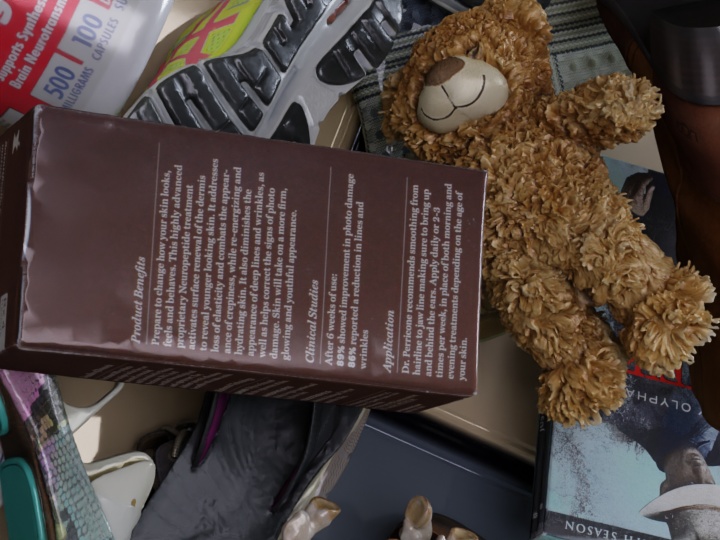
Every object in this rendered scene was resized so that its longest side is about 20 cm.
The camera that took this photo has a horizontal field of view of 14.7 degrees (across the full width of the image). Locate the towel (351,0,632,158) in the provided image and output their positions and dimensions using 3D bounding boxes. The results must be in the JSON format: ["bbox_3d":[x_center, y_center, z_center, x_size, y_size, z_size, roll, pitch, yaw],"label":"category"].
[{"bbox_3d":[0.073,-0.160,1.359,0.199,0.035,0.193,-13,86,-18],"label":"towel"}]

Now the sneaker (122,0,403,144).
[{"bbox_3d":[-0.065,-0.071,1.256,0.200,0.090,0.078,-45,112,-35],"label":"sneaker"}]

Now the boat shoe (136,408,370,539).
[{"bbox_3d":[-0.068,0.102,1.256,0.073,0.074,0.200,41,72,-12],"label":"boat shoe"}]

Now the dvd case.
[{"bbox_3d":[0.156,0.050,1.345,0.145,0.022,0.201,15,67,-18],"label":"dvd case"}]

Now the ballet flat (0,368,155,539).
[{"bbox_3d":[-0.129,0.068,1.184,0.071,0.069,0.201,-18,92,-22],"label":"ballet flat"}]

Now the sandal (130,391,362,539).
[{"bbox_3d":[-0.041,0.067,1.213,0.075,0.048,0.201,23,76,0],"label":"sandal"}]

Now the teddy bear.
[{"bbox_3d":[0.078,-0.028,1.238,0.067,0.145,0.201,-11,85,-49],"label":"teddy bear"}]

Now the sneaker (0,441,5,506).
[{"bbox_3d":[-0.179,0.082,1.220,0.087,0.074,0.201,3,84,-24],"label":"sneaker"}]

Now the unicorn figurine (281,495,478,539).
[{"bbox_3d":[0.003,0.173,1.253,0.199,0.074,0.138,13,106,-37],"label":"unicorn figurine"}]

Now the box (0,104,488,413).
[{"bbox_3d":[-0.052,-0.001,1.153,0.199,0.075,0.101,8,78,-21],"label":"box"}]

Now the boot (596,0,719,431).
[{"bbox_3d":[0.162,-0.039,1.295,0.068,0.188,0.201,-13,110,-10],"label":"boot"}]

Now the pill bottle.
[{"bbox_3d":[-0.187,-0.140,1.215,0.199,0.112,0.113,25,77,-16],"label":"pill bottle"}]

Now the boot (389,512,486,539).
[{"bbox_3d":[0.108,0.166,1.331,0.200,0.075,0.097,41,48,-2],"label":"boot"}]

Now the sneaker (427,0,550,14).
[{"bbox_3d":[0.031,-0.203,1.272,0.075,0.115,0.200,-40,95,-18],"label":"sneaker"}]

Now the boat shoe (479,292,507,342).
[{"bbox_3d":[-0.001,-0.003,1.295,0.200,0.063,0.074,9,82,-19],"label":"boat shoe"}]
